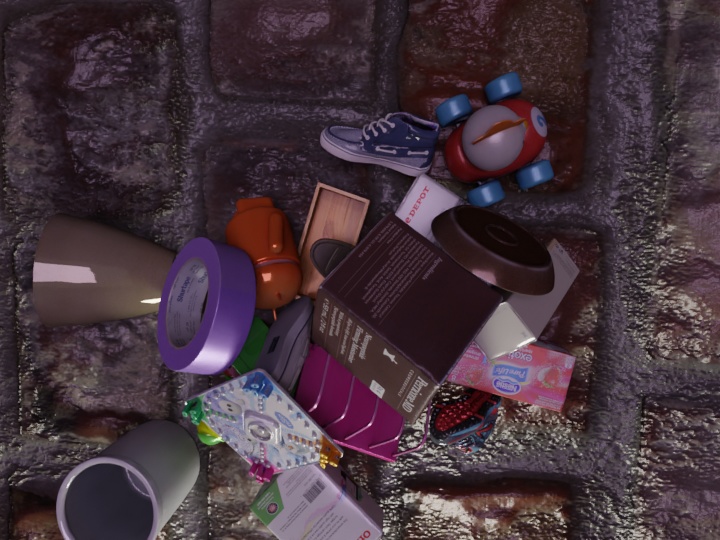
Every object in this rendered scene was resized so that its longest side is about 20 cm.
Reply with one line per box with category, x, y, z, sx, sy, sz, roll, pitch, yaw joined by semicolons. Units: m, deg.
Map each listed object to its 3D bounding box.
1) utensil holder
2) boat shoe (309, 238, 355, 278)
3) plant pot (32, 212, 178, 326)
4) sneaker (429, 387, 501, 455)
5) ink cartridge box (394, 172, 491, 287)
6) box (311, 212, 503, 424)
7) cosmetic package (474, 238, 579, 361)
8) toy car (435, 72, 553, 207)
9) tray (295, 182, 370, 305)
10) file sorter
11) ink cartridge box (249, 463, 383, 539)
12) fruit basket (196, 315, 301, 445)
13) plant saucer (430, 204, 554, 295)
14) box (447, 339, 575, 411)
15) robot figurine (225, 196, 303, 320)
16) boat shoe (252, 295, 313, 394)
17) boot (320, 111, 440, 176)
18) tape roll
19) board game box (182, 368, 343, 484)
utensil holder;-0.380;0.365;0.951;0.165;0.200;0.175;0;94;5
boat shoe;0.000;0.000;0.941;0.197;0.068;0.073;26;99;-18
plant pot;-0.417;0.009;0.955;0.194;0.187;0.193;6;94;-9
sneaker;0.178;0.262;0.912;0.078;0.198;0.098;9;99;38
ink cartridge box;0.143;-0.046;0.943;0.198;0.084;0.148;34;92;2
box;0.057;0.068;0.782;0.199;0.167;0.164;37;61;14
cosmetic package;0.256;0.043;0.878;0.074;0.199;0.103;51;138;0
toy car;0.220;-0.210;0.870;0.173;0.200;0.188;-21;92;5
tray;-0.058;-0.040;0.984;0.096;0.037;0.205;18;94;3
file sorter;0.006;0.199;0.896;0.196;0.125;0.142;23;57;-16
ink cartridge box;-0.073;0.425;0.990;0.200;0.084;0.145;44;96;1
fruit basket;-0.201;0.212;0.953;0.210;0.155;0.222;4;75;-15
plant saucer;0.197;-0.040;0.803;0.196;0.201;0.035;24;119;2
box;0.244;0.155;0.942;0.195;0.100;0.098;15;94;2
robot figurine;-0.161;-0.025;0.934;0.142;0.116;0.204;-28;67;22
boat shoe;-0.112;0.126;0.904;0.071;0.202;0.066;-21;120;24
boot;0.033;-0.229;0.930;0.195;0.074;0.091;12;137;-4
tape roll;-0.242;0.055;0.865;0.065;0.199;0.205;17;97;-40
board game box;-0.156;0.252;0.866;0.197;0.026;0.201;-25;115;34
